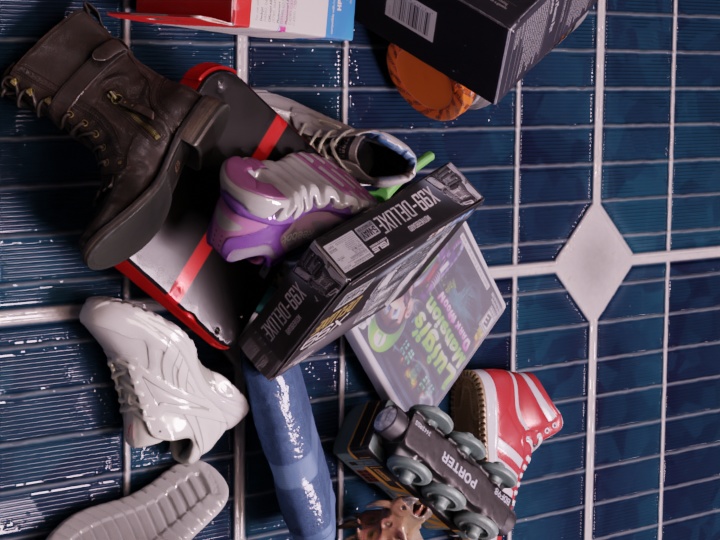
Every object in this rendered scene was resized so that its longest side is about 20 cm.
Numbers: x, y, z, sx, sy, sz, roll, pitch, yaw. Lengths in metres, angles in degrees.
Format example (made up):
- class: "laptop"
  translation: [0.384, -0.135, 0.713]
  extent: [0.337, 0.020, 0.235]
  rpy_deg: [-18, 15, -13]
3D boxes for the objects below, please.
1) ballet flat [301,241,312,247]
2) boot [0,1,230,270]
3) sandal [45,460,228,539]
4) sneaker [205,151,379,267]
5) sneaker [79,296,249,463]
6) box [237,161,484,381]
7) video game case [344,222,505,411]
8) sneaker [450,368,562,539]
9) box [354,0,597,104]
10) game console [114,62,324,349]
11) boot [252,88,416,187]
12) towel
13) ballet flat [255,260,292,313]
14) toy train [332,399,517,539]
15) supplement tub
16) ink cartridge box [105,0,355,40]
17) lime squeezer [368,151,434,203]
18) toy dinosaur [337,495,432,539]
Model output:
- class: "ballet flat"
  translation: [-0.105, -0.076, 1.739]
  extent: [0.200, 0.071, 0.071]
  rpy_deg: [25, 78, -35]
- class: "boot"
  translation: [-0.221, -0.111, 1.584]
  extent: [0.200, 0.174, 0.069]
  rpy_deg: [-55, 169, -27]
- class: "sandal"
  translation: [-0.195, 0.235, 1.704]
  extent: [0.202, 0.082, 0.050]
  rpy_deg: [-25, 154, -39]
- class: "sneaker"
  translation: [-0.063, -0.046, 1.661]
  extent: [0.200, 0.080, 0.089]
  rpy_deg: [-4, 128, -55]
- class: "sneaker"
  translation: [-0.181, 0.102, 1.689]
  extent: [0.200, 0.078, 0.100]
  rpy_deg: [46, 68, -35]
- class: "box"
  translation: [0.000, 0.000, 1.705]
  extent: [0.050, 0.158, 0.200]
  rpy_deg: [48, 44, 10]
- class: "video game case"
  translation: [0.062, 0.037, 1.915]
  extent: [0.182, 0.023, 0.200]
  rpy_deg: [-53, 138, -24]
- class: "sneaker"
  translation: [0.151, 0.200, 2.009]
  extent: [0.112, 0.071, 0.201]
  rpy_deg: [-2, 94, -39]
- class: "box"
  translation: [0.101, -0.282, 1.784]
  extent: [0.182, 0.200, 0.104]
  rpy_deg: [-45, 159, -30]
- class: "game console"
  translation: [-0.124, -0.058, 1.671]
  extent: [0.177, 0.031, 0.200]
  rpy_deg: [44, 69, -37]
- class: "boot"
  translation: [-0.038, -0.120, 1.778]
  extent: [0.200, 0.095, 0.074]
  rpy_deg: [10, 88, -43]
- class: "towel"
  translation: [-0.067, 0.154, 1.783]
  extent: [0.048, 0.112, 0.201]
  rpy_deg: [-13, 112, 3]
- class: "ballet flat"
  translation: [-0.109, -0.010, 1.745]
  extent: [0.200, 0.075, 0.064]
  rpy_deg: [28, 65, -44]
- class: "toy train"
  translation: [0.066, 0.196, 1.892]
  extent: [0.200, 0.114, 0.085]
  rpy_deg: [42, 58, -32]
- class: "supplement tub"
  translation: [0.123, -0.239, 1.896]
  extent: [0.200, 0.122, 0.123]
  rpy_deg: [-43, 122, -31]
- class: "ink cartridge box"
  translation: [-0.109, -0.239, 1.668]
  extent: [0.200, 0.116, 0.068]
  rpy_deg: [-1, 96, -52]
- class: "lime squeezer"
  translation: [0.007, -0.039, 1.838]
  extent: [0.071, 0.038, 0.200]
  rpy_deg: [38, 81, -45]
- class: "toy dinosaur"
  translation: [0.013, 0.308, 1.892]
  extent: [0.135, 0.086, 0.200]
  rpy_deg: [33, 89, -29]
